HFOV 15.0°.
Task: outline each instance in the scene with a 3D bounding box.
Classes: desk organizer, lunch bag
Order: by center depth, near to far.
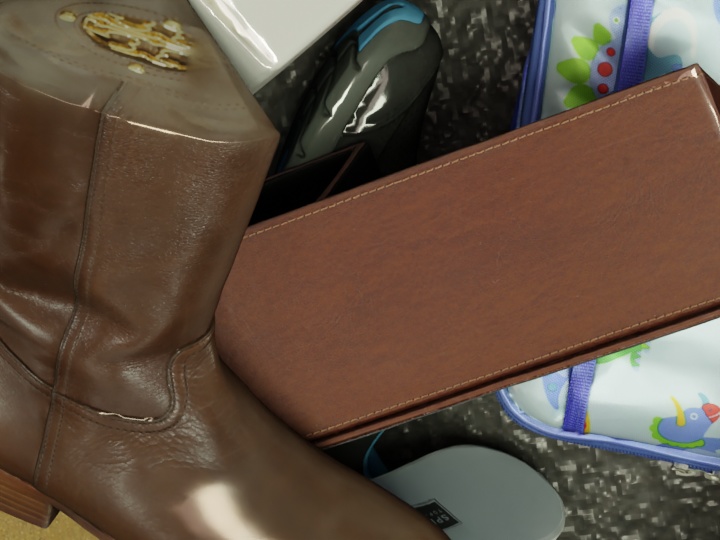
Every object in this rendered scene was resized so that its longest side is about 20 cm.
[{"bbox_3d":[0.036,-0.008,0.877,0.199,0.072,0.077,-19,104,19],"label":"desk organizer"},{"bbox_3d":[0.126,-0.031,0.939,0.160,0.082,0.201,11,103,7],"label":"lunch bag"}]

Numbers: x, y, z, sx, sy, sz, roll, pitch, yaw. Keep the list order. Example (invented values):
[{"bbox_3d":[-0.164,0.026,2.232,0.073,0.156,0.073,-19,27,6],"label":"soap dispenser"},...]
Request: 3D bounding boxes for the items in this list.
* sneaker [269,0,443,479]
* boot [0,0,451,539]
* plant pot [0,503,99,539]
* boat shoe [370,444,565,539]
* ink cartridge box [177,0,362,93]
[{"bbox_3d":[0.000,0.000,0.970,0.081,0.073,0.201,19,115,-1],"label":"sneaker"},{"bbox_3d":[-0.038,0.013,0.793,0.185,0.064,0.201,17,133,2],"label":"boot"},{"bbox_3d":[-0.156,0.107,0.916,0.185,0.200,0.188,8,107,26],"label":"plant pot"},{"bbox_3d":[-0.010,0.111,0.929,0.074,0.199,0.068,39,120,23],"label":"boat shoe"},{"bbox_3d":[-0.031,-0.113,0.853,0.146,0.200,0.084,-44,96,-18],"label":"ink cartridge box"}]
